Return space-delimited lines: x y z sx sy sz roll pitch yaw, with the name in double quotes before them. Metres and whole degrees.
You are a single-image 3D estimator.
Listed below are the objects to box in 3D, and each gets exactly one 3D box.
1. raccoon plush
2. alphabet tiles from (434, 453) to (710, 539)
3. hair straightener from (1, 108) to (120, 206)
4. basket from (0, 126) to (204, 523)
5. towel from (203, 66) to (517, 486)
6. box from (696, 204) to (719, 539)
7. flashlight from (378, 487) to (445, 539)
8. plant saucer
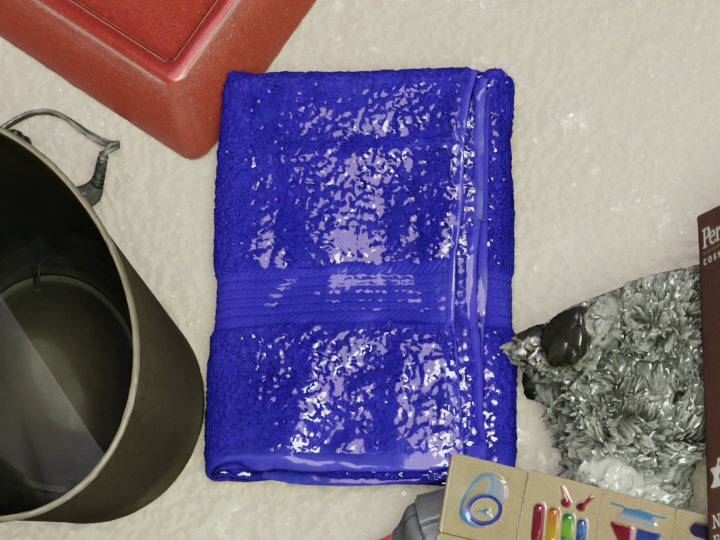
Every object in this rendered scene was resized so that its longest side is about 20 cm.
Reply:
"raccoon plush" 0.155 0.066 0.940 0.199 0.097 0.135 -22 81 2
"alphabet tiles" 0.116 0.177 0.872 0.199 0.008 0.168 15 73 -12
"hair straightener" -0.213 -0.041 1.048 0.199 0.041 0.077 -17 73 4
"basket" -0.143 0.041 0.932 0.136 0.200 0.181 -36 72 -1
"towel" 0.000 0.000 0.999 0.147 0.050 0.201 -1 75 8
"box" 0.193 0.063 0.865 0.074 0.100 0.201 9 71 -22
"flashlight" -0.028 0.141 0.956 0.199 0.068 0.068 -19 83 6
"plant saucer" -0.105 -0.189 1.073 0.199 0.037 0.201 33 82 15
